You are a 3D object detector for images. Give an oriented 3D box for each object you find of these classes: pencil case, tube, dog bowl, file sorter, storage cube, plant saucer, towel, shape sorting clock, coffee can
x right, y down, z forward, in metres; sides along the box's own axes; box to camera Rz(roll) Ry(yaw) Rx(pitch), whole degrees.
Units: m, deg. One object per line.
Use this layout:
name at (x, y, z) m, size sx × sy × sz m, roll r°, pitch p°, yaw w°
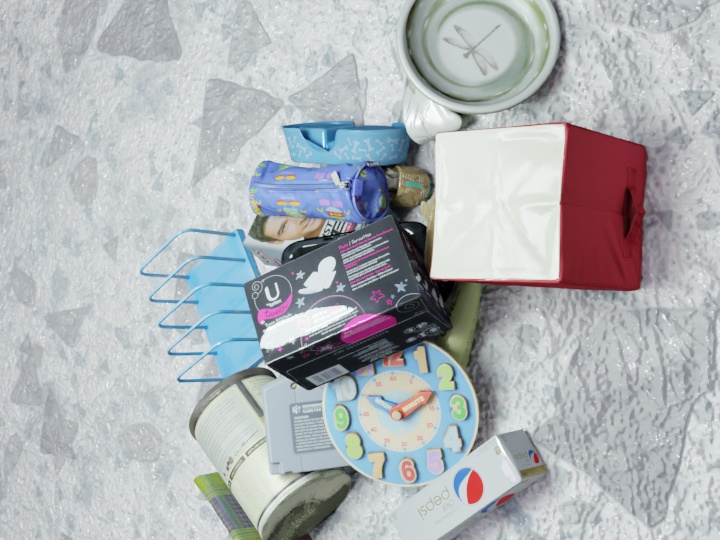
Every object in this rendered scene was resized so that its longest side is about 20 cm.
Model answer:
pencil case at (-0.058, -0.105, 1.412) m, size 0.199 × 0.087 × 0.078 m, roll 5°, pitch 80°, yaw 36°
tube at (0.123, 0.068, 1.355) m, size 0.058 × 0.052 × 0.201 m, roll 31°, pitch 109°, yaw 50°
dog bowl at (-0.019, -0.173, 1.463) m, size 0.199 × 0.111 × 0.050 m, roll 9°, pitch 107°, yaw 40°
file sorter at (-0.230, 0.055, 1.616) m, size 0.139 × 0.122 × 0.201 m, roll -39°, pitch 64°, yaw 33°
storage cube at (0.202, -0.068, 1.217) m, size 0.199 × 0.179 × 0.172 m, roll 2°, pitch 88°, yaw 41°
plant saucer at (0.144, -0.281, 1.328) m, size 0.199 × 0.050 × 0.201 m, roll -1°, pitch 78°, yaw 3°
towel at (-0.137, 0.358, 1.501) m, size 0.200 × 0.143 × 0.023 m, roll 49°, pitch 114°, yaw 32°
shape sorting clock at (0.048, 0.176, 1.339) m, size 0.199 × 0.039 × 0.201 m, roll 2°, pitch 99°, yaw 15°
coffee can at (-0.128, 0.256, 1.498) m, size 0.200 × 0.146 × 0.147 m, roll 49°, pitch 117°, yaw 31°

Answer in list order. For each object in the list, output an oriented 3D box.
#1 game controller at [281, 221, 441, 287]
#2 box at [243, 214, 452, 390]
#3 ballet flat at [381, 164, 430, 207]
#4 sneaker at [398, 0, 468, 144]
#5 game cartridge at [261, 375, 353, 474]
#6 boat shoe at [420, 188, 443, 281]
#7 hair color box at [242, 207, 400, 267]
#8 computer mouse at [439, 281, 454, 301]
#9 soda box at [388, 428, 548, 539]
game controller at (0.000, 0.000, 1.368) m, size 0.199 × 0.042 × 0.105 m, roll -10°, pitch 99°, yaw 9°
box at (-0.014, 0.041, 1.275) m, size 0.199 × 0.132 × 0.115 m, roll -24°, pitch 63°, yaw 13°
ballet flat at (0.003, -0.122, 1.465) m, size 0.199 × 0.065 × 0.071 m, roll 1°, pitch 85°, yaw 40°
sneaker at (0.107, -0.268, 1.390) m, size 0.099 × 0.078 × 0.201 m, roll -5°, pitch 91°, yaw 31°
game cartridge at (-0.025, 0.186, 1.394) m, size 0.042 × 0.199 × 0.134 m, roll 175°, pitch 90°, yaw -81°
boat shoe at (0.108, -0.070, 1.318) m, size 0.076 × 0.072 × 0.200 m, roll -5°, pitch 49°, yaw 36°
hair color box at (-0.055, -0.052, 1.473) m, size 0.199 × 0.061 × 0.099 m, roll 9°, pitch 66°, yaw 37°
computer mouse at (0.119, -0.044, 1.388) m, size 0.058 × 0.034 × 0.201 m, roll 25°, pitch 97°, yaw 29°
soda box at (0.131, 0.275, 1.326) m, size 0.200 × 0.068 × 0.064 m, roll -44°, pitch 64°, yaw 30°
